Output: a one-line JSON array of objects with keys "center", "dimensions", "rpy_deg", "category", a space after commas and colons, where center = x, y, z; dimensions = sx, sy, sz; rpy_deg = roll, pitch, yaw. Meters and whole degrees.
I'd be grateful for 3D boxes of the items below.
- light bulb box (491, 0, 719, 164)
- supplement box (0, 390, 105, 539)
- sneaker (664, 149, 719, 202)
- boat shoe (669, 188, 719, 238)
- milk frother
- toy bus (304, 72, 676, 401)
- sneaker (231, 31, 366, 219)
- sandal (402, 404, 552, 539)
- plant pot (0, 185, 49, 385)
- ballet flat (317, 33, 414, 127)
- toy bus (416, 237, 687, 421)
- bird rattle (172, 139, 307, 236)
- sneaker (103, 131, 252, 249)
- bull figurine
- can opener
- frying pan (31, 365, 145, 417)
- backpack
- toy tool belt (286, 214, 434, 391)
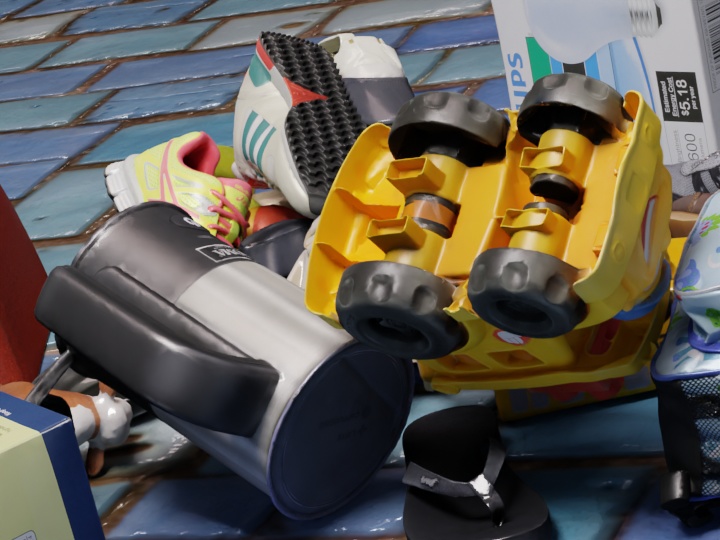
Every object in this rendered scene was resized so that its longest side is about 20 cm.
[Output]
[{"center": [0.211, -0.181, 1.830], "dimensions": [0.125, 0.199, 0.200], "rpy_deg": [-27, 22, -39], "category": "light bulb box"}, {"center": [-0.267, 0.158, 1.308], "dimensions": [0.199, 0.135, 0.200], "rpy_deg": [-26, 22, -31], "category": "supplement box"}, {"center": [0.260, -0.083, 1.653], "dimensions": [0.200, 0.114, 0.075], "rpy_deg": [7, 27, 45], "category": "sneaker"}, {"center": [0.255, -0.018, 1.539], "dimensions": [0.070, 0.071, 0.200], "rpy_deg": [-25, 22, -19], "category": "boat shoe"}, {"center": [-0.104, 0.091, 1.417], "dimensions": [0.188, 0.201, 0.180], "rpy_deg": [31, 28, 35], "category": "milk frother"}, {"center": [0.101, 0.005, 1.322], "dimensions": [0.199, 0.192, 0.136], "rpy_deg": [-7, 53, 42], "category": "toy bus"}, {"center": [-0.046, -0.079, 1.709], "dimensions": [0.070, 0.094, 0.200], "rpy_deg": [11, 34, -23], "category": "sneaker"}, {"center": [0.053, 0.113, 1.356], "dimensions": [0.076, 0.043, 0.200], "rpy_deg": [-15, 19, -4], "category": "sandal"}, {"center": [-0.342, -0.005, 1.751], "dimensions": [0.199, 0.177, 0.200], "rpy_deg": [-13, 19, 3], "category": "plant pot"}, {"center": [-0.007, -0.138, 1.799], "dimensions": [0.073, 0.073, 0.200], "rpy_deg": [-18, 12, -13], "category": "ballet flat"}, {"center": [0.131, 0.034, 1.461], "dimensions": [0.199, 0.079, 0.065], "rpy_deg": [-13, 30, 3], "category": "toy bus"}, {"center": [-0.052, -0.023, 1.784], "dimensions": [0.199, 0.113, 0.163], "rpy_deg": [5, 35, 13], "category": "bird rattle"}, {"center": [-0.110, -0.024, 1.688], "dimensions": [0.090, 0.078, 0.200], "rpy_deg": [-31, 51, 6], "category": "sneaker"}, {"center": [-0.237, 0.110, 1.520], "dimensions": [0.200, 0.065, 0.121], "rpy_deg": [-29, 30, -34], "category": "bull figurine"}, {"center": [0.000, 0.000, 1.686], "dimensions": [0.199, 0.079, 0.063], "rpy_deg": [-13, 26, -41], "category": "can opener"}, {"center": [-0.193, 0.088, 1.610], "dimensions": [0.190, 0.031, 0.115], "rpy_deg": [-29, 24, -28], "category": "frying pan"}, {"center": [0.261, 0.031, 1.289], "dimensions": [0.199, 0.148, 0.183], "rpy_deg": [-3, 24, 20], "category": "backpack"}, {"center": [0.018, 0.016, 1.534], "dimensions": [0.123, 0.125, 0.200], "rpy_deg": [-7, 19, 43], "category": "toy tool belt"}]
